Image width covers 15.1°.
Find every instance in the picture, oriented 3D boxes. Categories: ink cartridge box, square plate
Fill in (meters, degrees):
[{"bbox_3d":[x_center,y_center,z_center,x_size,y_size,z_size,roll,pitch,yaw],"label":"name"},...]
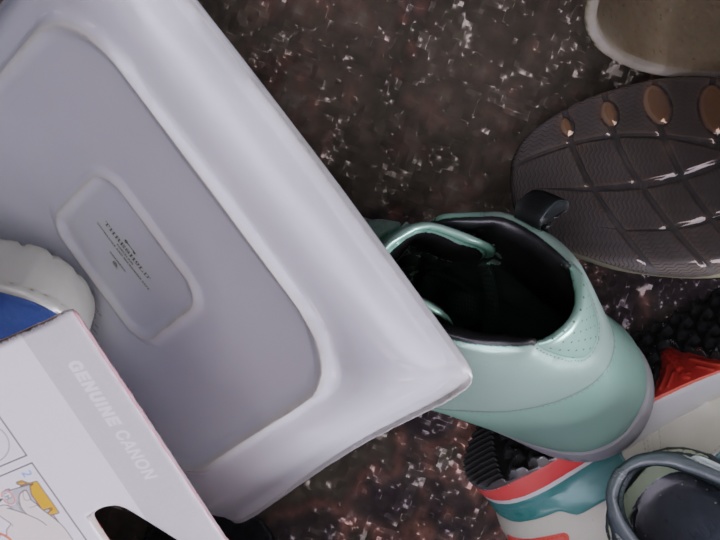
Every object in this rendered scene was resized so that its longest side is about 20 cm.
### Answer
[{"bbox_3d":[-0.120,0.111,0.884,0.176,0.045,0.200,-25,119,10],"label":"ink cartridge box"},{"bbox_3d":[-0.071,-0.009,0.932,0.028,0.198,0.200,-37,91,-33],"label":"square plate"}]

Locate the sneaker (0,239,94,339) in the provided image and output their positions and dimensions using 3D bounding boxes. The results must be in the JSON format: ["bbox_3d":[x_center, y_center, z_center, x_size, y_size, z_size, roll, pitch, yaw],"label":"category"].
[{"bbox_3d":[-0.198,0.041,0.932,0.199,0.112,0.077,7,144,5],"label":"sneaker"}]

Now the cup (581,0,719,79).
[{"bbox_3d":[0.158,-0.167,0.910,0.199,0.200,0.144,-12,74,4],"label":"cup"}]

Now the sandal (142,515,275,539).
[{"bbox_3d":[-0.059,0.178,0.982,0.075,0.201,0.045,2,140,6],"label":"sandal"}]

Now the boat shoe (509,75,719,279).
[{"bbox_3d":[0.154,-0.025,0.968,0.199,0.073,0.075,-1,72,12],"label":"boat shoe"}]

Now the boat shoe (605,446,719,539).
[{"bbox_3d":[0.157,0.128,0.897,0.200,0.062,0.073,41,90,27],"label":"boat shoe"}]

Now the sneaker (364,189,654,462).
[{"bbox_3d":[0.000,0.000,0.942,0.200,0.118,0.074,14,70,21],"label":"sneaker"}]

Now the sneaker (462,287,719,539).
[{"bbox_3d":[0.143,0.063,1.001,0.199,0.070,0.094,-24,114,4],"label":"sneaker"}]
